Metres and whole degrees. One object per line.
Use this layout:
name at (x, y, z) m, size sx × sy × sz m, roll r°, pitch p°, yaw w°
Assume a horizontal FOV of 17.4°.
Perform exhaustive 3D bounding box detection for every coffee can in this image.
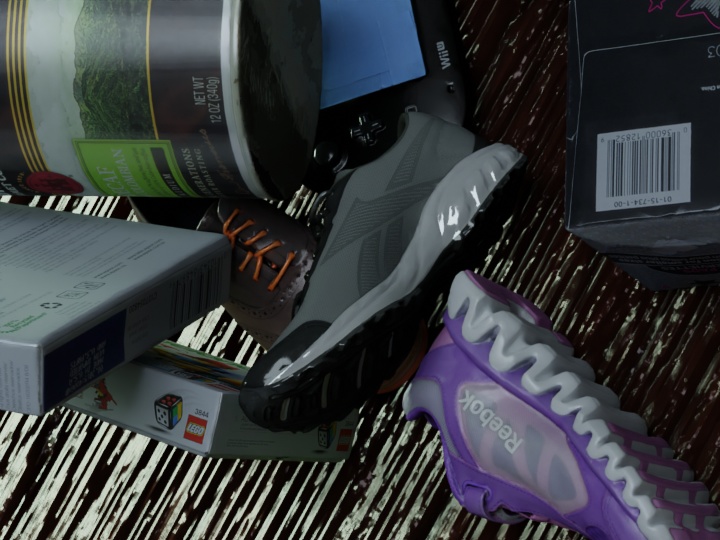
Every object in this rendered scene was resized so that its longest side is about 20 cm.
coffee can at (-0.133, -0.109, 1.170) m, size 0.199 × 0.146 × 0.147 m, roll 1°, pitch 74°, yaw 15°

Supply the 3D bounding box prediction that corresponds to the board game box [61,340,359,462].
board game box at (-0.115, 0.054, 1.191) m, size 0.199 × 0.126 × 0.035 m, roll 16°, pitch 93°, yaw 31°

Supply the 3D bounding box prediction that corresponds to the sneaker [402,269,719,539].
sneaker at (0.088, 0.092, 1.102) m, size 0.089 × 0.080 × 0.200 m, roll -50°, pitch 52°, yaw 11°

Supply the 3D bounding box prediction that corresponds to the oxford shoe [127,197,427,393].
oxford shoe at (-0.051, 0.000, 1.206) m, size 0.200 × 0.072 × 0.071 m, roll 31°, pitch 89°, yaw 32°

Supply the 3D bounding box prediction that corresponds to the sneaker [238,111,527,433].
sneaker at (0.000, 0.000, 1.136) m, size 0.079 × 0.074 × 0.200 m, roll 32°, pitch 57°, yaw 15°

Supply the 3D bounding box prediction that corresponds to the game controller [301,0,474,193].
game controller at (-0.001, -0.139, 1.244) m, size 0.104 × 0.042 × 0.201 m, roll -21°, pitch 65°, yaw 22°

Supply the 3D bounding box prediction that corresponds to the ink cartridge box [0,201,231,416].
ink cartridge box at (-0.192, 0.009, 1.131) m, size 0.199 × 0.199 × 0.041 m, roll 10°, pitch 109°, yaw 21°

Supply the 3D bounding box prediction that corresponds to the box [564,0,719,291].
box at (0.205, -0.070, 1.065) m, size 0.199 × 0.115 × 0.133 m, roll -6°, pitch 72°, yaw 28°
